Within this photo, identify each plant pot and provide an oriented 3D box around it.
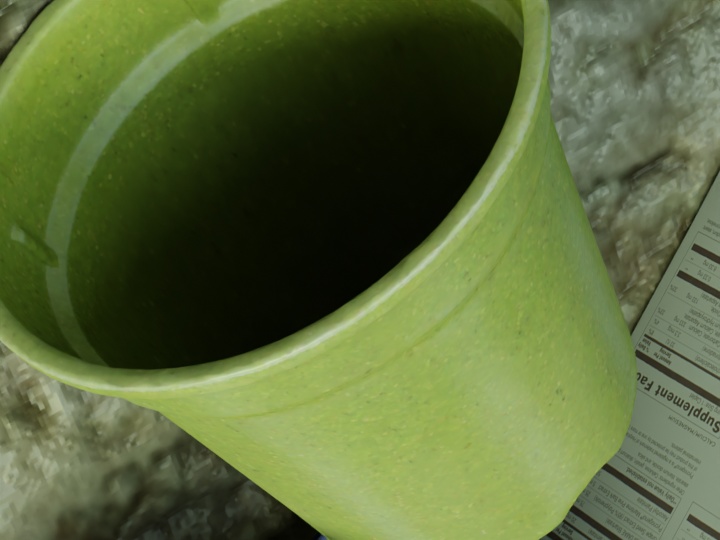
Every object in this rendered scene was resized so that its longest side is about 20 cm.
[{"bbox_3d":[0.000,0.000,0.859,0.200,0.200,0.184,-46,137,-8],"label":"plant pot"}]

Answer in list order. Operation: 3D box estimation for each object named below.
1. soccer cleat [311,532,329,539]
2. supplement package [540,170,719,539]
[{"bbox_3d":[-0.024,0.151,0.977,0.084,0.065,0.200,23,101,-6],"label":"soccer cleat"},{"bbox_3d":[0.186,0.091,1.016,0.152,0.151,0.200,26,94,-37],"label":"supplement package"}]
